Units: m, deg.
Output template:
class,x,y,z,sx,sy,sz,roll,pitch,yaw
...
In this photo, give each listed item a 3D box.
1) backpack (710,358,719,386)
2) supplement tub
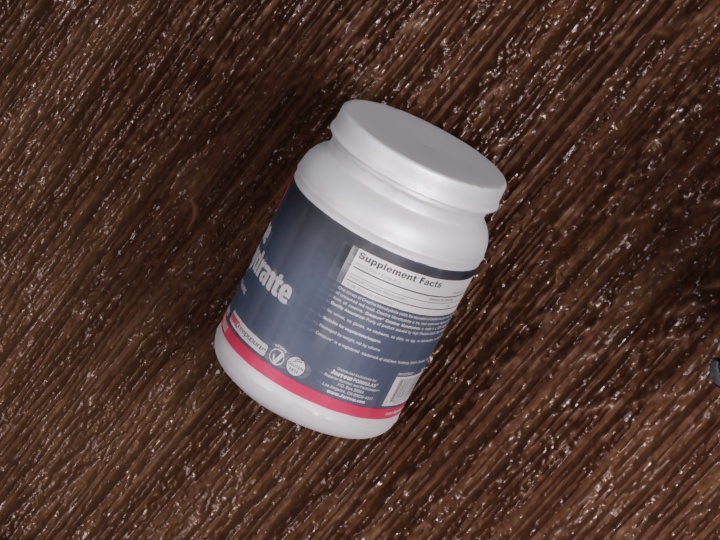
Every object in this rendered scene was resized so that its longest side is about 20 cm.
class,x,y,z,sx,sy,sz,roll,pitch,yaw
backpack,0.309,0.001,1.295,0.153,0.176,0.200,27,101,17
supplement tub,0.000,0.000,1.568,0.140,0.140,0.200,39,110,34
